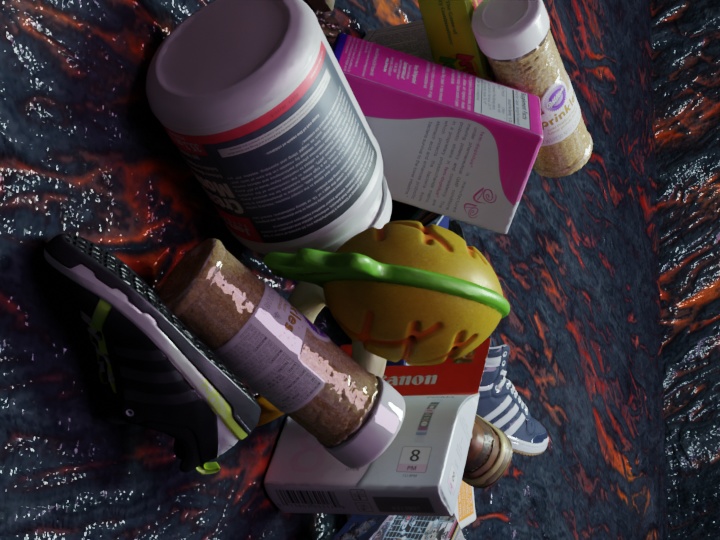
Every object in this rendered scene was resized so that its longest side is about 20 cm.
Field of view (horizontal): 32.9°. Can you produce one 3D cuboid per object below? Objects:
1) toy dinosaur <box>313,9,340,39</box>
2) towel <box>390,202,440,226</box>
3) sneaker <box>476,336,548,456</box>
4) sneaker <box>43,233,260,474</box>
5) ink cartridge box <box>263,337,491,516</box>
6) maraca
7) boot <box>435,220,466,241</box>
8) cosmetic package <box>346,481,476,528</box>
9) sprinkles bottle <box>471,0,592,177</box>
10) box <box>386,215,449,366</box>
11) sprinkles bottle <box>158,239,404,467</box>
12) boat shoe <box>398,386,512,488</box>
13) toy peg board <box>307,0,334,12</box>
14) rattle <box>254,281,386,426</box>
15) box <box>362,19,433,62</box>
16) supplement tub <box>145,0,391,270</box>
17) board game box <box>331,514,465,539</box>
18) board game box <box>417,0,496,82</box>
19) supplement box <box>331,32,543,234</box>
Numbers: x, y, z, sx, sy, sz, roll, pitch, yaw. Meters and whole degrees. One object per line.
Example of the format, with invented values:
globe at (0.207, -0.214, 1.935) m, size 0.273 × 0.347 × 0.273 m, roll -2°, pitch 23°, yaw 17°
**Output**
toy dinosaur at (-0.070, -0.182, 1.081) m, size 0.200 × 0.047 × 0.089 m, roll -34°, pitch 110°, yaw -62°
towel at (0.076, -0.087, 1.302) m, size 0.022 × 0.147 × 0.201 m, roll 41°, pitch 35°, yaw -9°
sneaker at (0.148, 0.128, 1.312) m, size 0.199 × 0.070 × 0.110 m, roll 21°, pitch 94°, yaw -37°
sneaker at (-0.148, 0.065, 0.803) m, size 0.200 × 0.083 × 0.072 m, roll 49°, pitch -3°, yaw -25°
ink cartridge box at (0.019, 0.123, 1.072) m, size 0.057 × 0.161 × 0.201 m, roll 64°, pitch 32°, yaw -42°
maraca at (0.023, 0.013, 0.920) m, size 0.198 × 0.136 × 0.108 m, roll 16°, pitch 75°, yaw -33°
boot at (0.127, 0.046, 1.421) m, size 0.201 × 0.069 × 0.132 m, roll -91°, pitch 162°, yaw -49°
cosmetic package at (0.055, 0.226, 1.254) m, size 0.200 × 0.070 × 0.103 m, roll -2°, pitch 87°, yaw -67°
sprinkles bottle at (0.166, -0.175, 1.158) m, size 0.201 × 0.067 × 0.069 m, roll 56°, pitch 36°, yaw -47°
box at (0.054, 0.041, 1.265) m, size 0.121 × 0.032 × 0.202 m, roll -52°, pitch 153°, yaw -58°
sprinkles bottle at (-0.057, 0.064, 0.903) m, size 0.200 × 0.068 × 0.069 m, roll 41°, pitch 42°, yaw -21°
boat shoe at (0.053, 0.133, 1.133) m, size 0.067 × 0.199 × 0.072 m, roll 40°, pitch 79°, yaw -43°
toy peg board at (-0.028, -0.390, 1.155) m, size 0.199 × 0.097 × 0.202 m, roll 48°, pitch 43°, yaw -55°
rattle at (-0.054, 0.025, 1.009) m, size 0.141 × 0.130 × 0.203 m, roll 4°, pitch 99°, yaw -26°
box at (0.050, -0.172, 1.254) m, size 0.201 × 0.126 × 0.110 m, roll -60°, pitch 139°, yaw -53°
supplement tub at (-0.065, -0.102, 0.947) m, size 0.201 × 0.139 × 0.142 m, roll 61°, pitch 33°, yaw -44°
board game box at (0.014, 0.280, 1.085) m, size 0.200 × 0.034 × 0.136 m, roll -45°, pitch 130°, yaw -29°
board game box at (0.111, -0.195, 1.181) m, size 0.102 × 0.047 × 0.202 m, roll -57°, pitch 135°, yaw -55°
supplement box at (0.055, -0.124, 1.093) m, size 0.104 × 0.198 × 0.102 m, roll -76°, pitch -176°, yaw -61°
